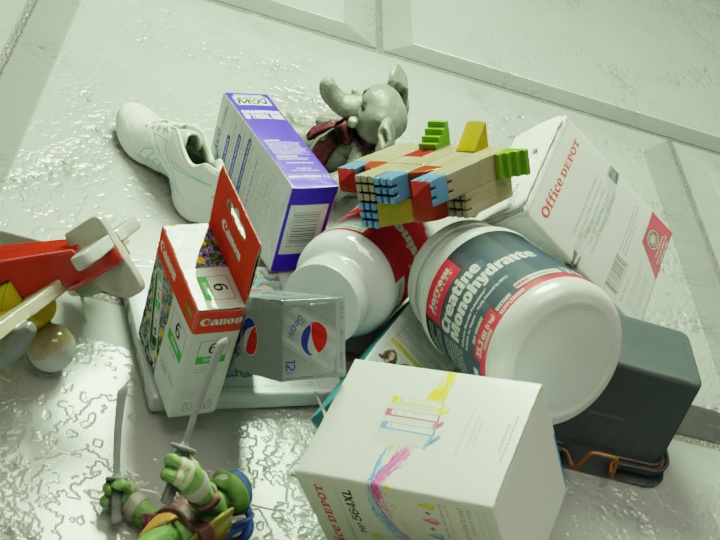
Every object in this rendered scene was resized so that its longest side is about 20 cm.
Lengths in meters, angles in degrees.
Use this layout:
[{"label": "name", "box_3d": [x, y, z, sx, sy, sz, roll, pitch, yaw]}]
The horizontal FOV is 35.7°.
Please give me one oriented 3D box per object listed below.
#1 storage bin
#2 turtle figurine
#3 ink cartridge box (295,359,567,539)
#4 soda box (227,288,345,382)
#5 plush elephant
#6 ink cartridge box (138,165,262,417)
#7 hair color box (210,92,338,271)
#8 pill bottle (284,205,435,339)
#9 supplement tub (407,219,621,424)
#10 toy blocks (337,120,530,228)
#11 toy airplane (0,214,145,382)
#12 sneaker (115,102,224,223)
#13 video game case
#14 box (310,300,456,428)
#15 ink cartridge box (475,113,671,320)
[{"label": "storage bin", "box_3d": [0.251, 0.125, 1.162, 0.196, 0.136, 0.147, 15, 38, -9]}, {"label": "turtle figurine", "box_3d": [-0.179, 0.181, 0.873, 0.142, 0.203, 0.194, 3, 30, 34]}, {"label": "ink cartridge box", "box_3d": [0.050, 0.169, 0.919, 0.197, 0.130, 0.126, 4, 43, 29]}, {"label": "soda box", "box_3d": [-0.085, 0.054, 0.999, 0.062, 0.070, 0.199, -2, 2, -29]}, {"label": "plush elephant", "box_3d": [-0.008, -0.167, 1.355, 0.196, 0.156, 0.166, 16, 38, -8]}, {"label": "ink cartridge box", "box_3d": [-0.145, 0.021, 0.986, 0.050, 0.202, 0.110, -4, 45, -28]}, {"label": "hair color box", "box_3d": [-0.103, -0.102, 1.253, 0.064, 0.111, 0.201, -5, 39, -32]}, {"label": "pill bottle", "box_3d": [0.000, 0.000, 1.177, 0.111, 0.113, 0.200, 31, 30, 11]}, {"label": "supplement tub", "box_3d": [0.141, 0.043, 1.064, 0.138, 0.143, 0.200, 1, 21, -26]}, {"label": "toy blocks", "box_3d": [0.053, -0.085, 1.132, 0.198, 0.102, 0.136, 9, 25, 44]}, {"label": "toy airplane", "box_3d": [-0.278, 0.023, 1.007, 0.197, 0.144, 0.198, -19, 20, -24]}, {"label": "sneaker", "box_3d": [-0.212, -0.143, 1.287, 0.070, 0.081, 0.200, -20, 54, -40]}, {"label": "video game case", "box_3d": [-0.132, 0.063, 1.128, 0.196, 0.024, 0.184, 1, 43, -26]}, {"label": "box", "box_3d": [0.033, 0.110, 1.119, 0.082, 0.049, 0.200, 46, 39, -2]}, {"label": "ink cartridge box", "box_3d": [0.232, -0.044, 1.213, 0.200, 0.084, 0.147, 44, 56, -22]}]
